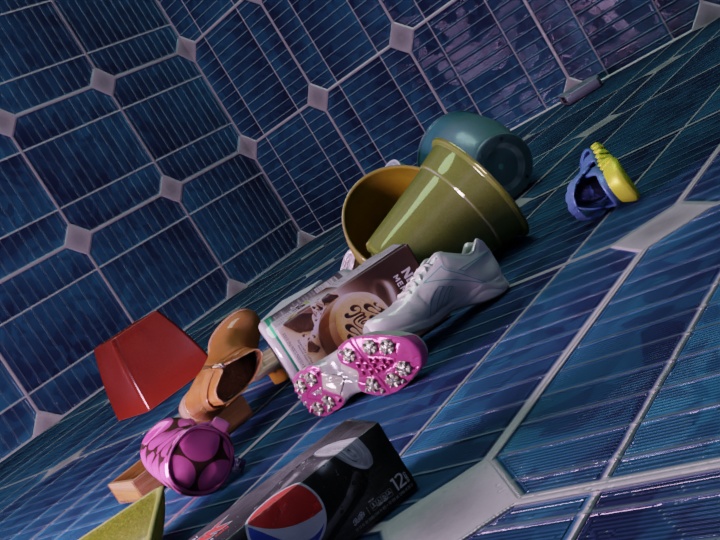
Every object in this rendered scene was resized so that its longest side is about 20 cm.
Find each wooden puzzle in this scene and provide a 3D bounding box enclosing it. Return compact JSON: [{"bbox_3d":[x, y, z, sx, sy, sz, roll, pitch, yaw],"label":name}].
[{"bbox_3d":[-0.099,0.127,1.479,0.199,0.046,0.185,-28,7,-7],"label":"wooden puzzle"}]

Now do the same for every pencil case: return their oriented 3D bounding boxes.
[{"bbox_3d":[-0.212,0.221,1.117,0.200,0.091,0.094,-13,55,65],"label":"pencil case"}]

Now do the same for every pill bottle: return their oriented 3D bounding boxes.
[{"bbox_3d":[-0.033,0.069,1.283,0.200,0.113,0.113,-32,7,-9],"label":"pill bottle"}]

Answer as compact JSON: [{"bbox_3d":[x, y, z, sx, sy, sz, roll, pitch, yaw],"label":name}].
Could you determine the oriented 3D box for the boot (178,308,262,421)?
[{"bbox_3d":[-0.172,0.124,1.282,0.155,0.074,0.200,-33,27,57],"label":"boot"}]

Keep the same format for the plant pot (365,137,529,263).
[{"bbox_3d":[0.115,-0.059,1.360,0.190,0.200,0.200,-45,8,-3],"label":"plant pot"}]

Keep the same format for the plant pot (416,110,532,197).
[{"bbox_3d":[0.242,-0.215,1.835,0.200,0.201,0.188,-33,22,-12],"label":"plant pot"}]

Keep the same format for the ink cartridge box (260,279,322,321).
[{"bbox_3d":[-0.145,0.093,1.896,0.109,0.050,0.200,-28,9,25],"label":"ink cartridge box"}]

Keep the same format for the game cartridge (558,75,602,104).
[{"bbox_3d":[0.716,-0.586,2.959,0.133,0.041,0.200,-34,6,11],"label":"game cartridge"}]

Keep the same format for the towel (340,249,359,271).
[{"bbox_3d":[0.000,0.000,1.655,0.200,0.024,0.147,-41,-30,-62],"label":"towel"}]

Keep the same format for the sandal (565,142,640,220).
[{"bbox_3d":[0.314,-0.118,1.239,0.087,0.080,0.200,-34,5,14],"label":"sandal"}]

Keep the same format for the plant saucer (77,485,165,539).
[{"bbox_3d":[-0.273,0.311,0.899,0.199,0.048,0.200,-33,7,-6],"label":"plant saucer"}]

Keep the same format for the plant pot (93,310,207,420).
[{"bbox_3d":[-0.495,0.208,2.104,0.200,0.177,0.200,-37,9,-36],"label":"plant pot"}]

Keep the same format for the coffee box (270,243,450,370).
[{"bbox_3d":[-0.001,0.064,1.180,0.200,0.113,0.080,-34,7,-8],"label":"coffee box"}]

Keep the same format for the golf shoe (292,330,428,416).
[{"bbox_3d":[0.008,0.102,1.042,0.200,0.076,0.091,-24,7,42],"label":"golf shoe"}]

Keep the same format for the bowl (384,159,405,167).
[{"bbox_3d":[0.097,-0.116,1.845,0.105,0.202,0.201,9,-5,-16],"label":"bowl"}]

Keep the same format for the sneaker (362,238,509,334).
[{"bbox_3d":[0.083,0.025,1.109,0.200,0.081,0.070,-25,4,-22],"label":"sneaker"}]

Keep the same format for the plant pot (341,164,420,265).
[{"bbox_3d":[0.067,-0.055,1.524,0.200,0.200,0.142,-34,-20,-16],"label":"plant pot"}]

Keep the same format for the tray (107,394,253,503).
[{"bbox_3d":[-0.252,0.252,1.287,0.200,0.037,0.099,-38,9,-36],"label":"tray"}]

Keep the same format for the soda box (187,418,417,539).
[{"bbox_3d":[-0.058,0.196,0.693,0.200,0.063,0.071,-35,7,-21],"label":"soda box"}]
